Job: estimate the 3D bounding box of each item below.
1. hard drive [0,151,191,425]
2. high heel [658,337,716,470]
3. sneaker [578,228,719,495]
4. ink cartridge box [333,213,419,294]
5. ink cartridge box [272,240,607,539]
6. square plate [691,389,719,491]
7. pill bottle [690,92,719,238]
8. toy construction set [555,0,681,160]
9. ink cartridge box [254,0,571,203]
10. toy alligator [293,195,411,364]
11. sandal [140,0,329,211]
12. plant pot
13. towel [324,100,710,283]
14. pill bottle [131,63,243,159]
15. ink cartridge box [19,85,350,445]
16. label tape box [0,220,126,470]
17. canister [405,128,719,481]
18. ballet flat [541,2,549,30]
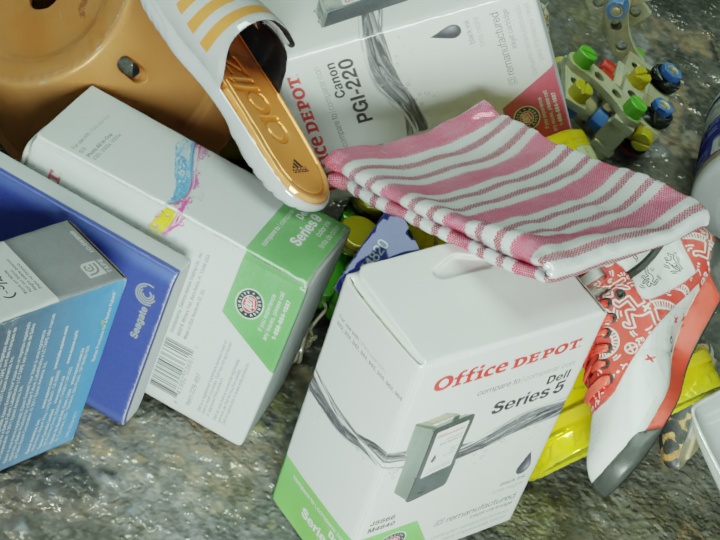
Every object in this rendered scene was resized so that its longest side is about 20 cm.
[{"bbox_3d":[-0.213,-0.002,1.255,0.200,0.132,0.025,29,37,8],"label":"hard drive"},{"bbox_3d":[0.192,0.062,1.471,0.142,0.072,0.200,6,48,12],"label":"high heel"},{"bbox_3d":[0.155,0.038,1.255,0.108,0.067,0.202,32,60,-2],"label":"sneaker"},{"bbox_3d":[0.112,-0.003,1.410,0.200,0.041,0.200,36,62,-4],"label":"ink cartridge box"},{"bbox_3d":[0.045,0.082,1.226,0.145,0.200,0.084,-15,51,-33],"label":"ink cartridge box"},{"bbox_3d":[0.311,0.156,1.364,0.198,0.028,0.201,-22,87,-43],"label":"square plate"},{"bbox_3d":[0.344,-0.098,1.675,0.119,0.120,0.200,24,37,0],"label":"pill bottle"},{"bbox_3d":[0.210,-0.169,1.708,0.131,0.092,0.200,34,51,-8],"label":"toy construction set"},{"bbox_3d":[0.033,-0.142,1.390,0.199,0.146,0.085,-14,46,8],"label":"ink cartridge box"},{"bbox_3d":[0.000,0.000,1.425,0.054,0.059,0.200,23,49,-4],"label":"toy alligator"},{"bbox_3d":[-0.066,-0.134,1.281,0.207,0.059,0.079,56,28,13],"label":"sandal"},{"bbox_3d":[-0.188,-0.161,1.372,0.200,0.200,0.140,47,1,28],"label":"plant pot"},{"bbox_3d":[0.094,-0.050,1.226,0.146,0.030,0.200,-20,34,-39],"label":"towel"},{"bbox_3d":[-0.064,-0.139,1.515,0.199,0.112,0.112,0,43,-27],"label":"pill bottle"},{"bbox_3d":[-0.127,-0.004,1.292,0.199,0.146,0.088,27,37,5],"label":"ink cartridge box"},{"bbox_3d":[-0.243,0.064,1.150,0.200,0.145,0.063,-22,56,-43],"label":"label tape box"},{"bbox_3d":[0.133,0.020,1.338,0.148,0.087,0.201,-21,78,-24],"label":"canister"},{"bbox_3d":[0.087,-0.200,1.707,0.200,0.064,0.076,-19,54,-41],"label":"ballet flat"}]
